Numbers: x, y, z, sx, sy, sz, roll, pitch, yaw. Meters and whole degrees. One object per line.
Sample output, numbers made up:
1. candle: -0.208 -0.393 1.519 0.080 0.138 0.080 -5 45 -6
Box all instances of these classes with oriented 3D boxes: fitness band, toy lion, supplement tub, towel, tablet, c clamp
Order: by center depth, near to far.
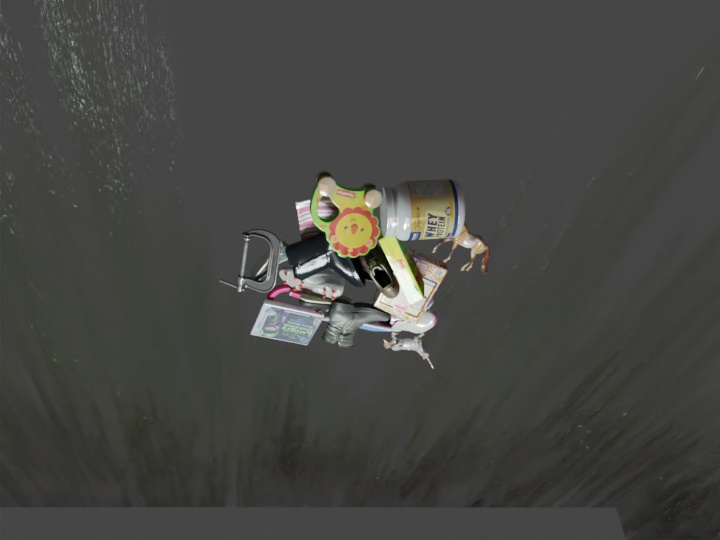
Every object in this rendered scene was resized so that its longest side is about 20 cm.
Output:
1. supplement tub: 0.151 -0.151 1.437 0.194 0.147 0.146 -4 140 -7
2. toy lion: -0.038 -0.132 1.452 0.195 0.069 0.196 12 110 -18
3. towel: -0.095 -0.113 1.553 0.142 0.030 0.203 -4 139 -2
4. c clamp: -0.299 -0.024 1.571 0.167 0.027 0.205 23 111 13
5. fitness band: -0.197 0.109 1.792 0.196 0.038 0.144 20 134 -24
6. tablet: -0.011 0.168 1.807 0.195 0.014 0.129 15 168 -25

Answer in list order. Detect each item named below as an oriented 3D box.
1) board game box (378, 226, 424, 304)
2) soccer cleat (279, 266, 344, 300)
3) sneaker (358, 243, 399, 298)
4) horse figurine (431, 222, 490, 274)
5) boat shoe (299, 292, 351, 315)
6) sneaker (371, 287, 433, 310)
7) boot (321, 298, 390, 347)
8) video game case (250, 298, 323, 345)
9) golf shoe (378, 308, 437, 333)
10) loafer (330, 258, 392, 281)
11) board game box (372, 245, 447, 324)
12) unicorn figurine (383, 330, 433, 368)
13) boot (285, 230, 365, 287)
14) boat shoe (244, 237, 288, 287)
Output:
1. board game box: 0.114 -0.022 1.559 0.047 0.102 0.203 -22 109 15
2. soccer cleat: -0.141 0.027 1.685 0.195 0.079 0.070 18 137 6
3. sneaker: 0.043 -0.019 1.549 0.070 0.202 0.076 -36 159 3
4. horse figurine: 0.296 -0.068 1.617 0.197 0.050 0.134 26 114 -20
5. boat shoe: -0.107 0.106 1.723 0.199 0.073 0.065 9 107 -48
6. sneaker: 0.130 0.080 1.765 0.194 0.081 0.091 -5 123 -4
7. boot: -0.014 0.163 1.708 0.195 0.068 0.134 10 100 -19
8. video game case: -0.233 0.167 1.818 0.195 0.024 0.183 13 139 -18
9. golf shoe: 0.143 0.157 1.800 0.196 0.078 0.091 -10 165 34
10. loafer: 0.000 0.000 1.625 0.195 0.064 0.072 3 149 21
11. board game box: 0.143 0.043 1.678 0.148 0.047 0.203 22 116 -13
12. unicorn figurine: 0.173 0.254 1.974 0.194 0.075 0.139 12 148 3
13. boot: -0.095 -0.013 1.564 0.165 0.077 0.203 -25 114 17
14. boat shoe: -0.260 -0.009 1.625 0.061 0.074 0.200 28 124 -27
